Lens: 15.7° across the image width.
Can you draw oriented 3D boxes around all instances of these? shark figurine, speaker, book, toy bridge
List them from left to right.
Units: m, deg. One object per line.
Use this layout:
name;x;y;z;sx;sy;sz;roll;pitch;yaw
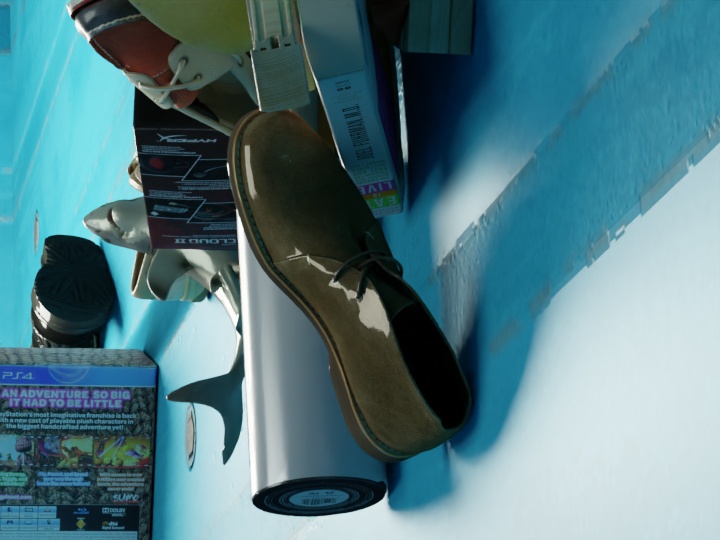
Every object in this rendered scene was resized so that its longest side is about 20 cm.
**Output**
shark figurine;-0.099;0.022;1.874;0.215;0.128;0.090;61;177;31
toy bridge;-0.043;-0.121;1.363;0.200;0.027;0.067;-94;-6;-83
speaker;-0.029;0.037;1.525;0.081;0.081;0.201;124;145;-65
book;-0.007;-0.123;1.396;0.200;0.048;0.134;72;-172;-69

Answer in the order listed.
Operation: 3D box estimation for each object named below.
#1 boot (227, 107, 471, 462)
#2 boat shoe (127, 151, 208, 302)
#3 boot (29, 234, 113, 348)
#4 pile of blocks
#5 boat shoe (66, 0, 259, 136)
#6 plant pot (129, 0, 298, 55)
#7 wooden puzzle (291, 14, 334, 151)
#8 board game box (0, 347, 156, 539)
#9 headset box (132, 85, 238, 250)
boot;0.000;0.000;1.352;0.200;0.073;0.075;62;153;-1
boat shoe;-0.148;-0.074;2.046;0.071;0.064;0.201;-155;67;-75
boot;-0.295;0.071;2.594;0.211;0.079;0.158;-96;18;-70
pile of blocks;0.031;-0.200;1.334;0.082;0.062;0.201;-110;26;-56
boat shoe;-0.106;-0.125;1.556;0.200;0.071;0.063;21;-123;-64
plant pot;-0.059;-0.243;1.487;0.142;0.200;0.201;-26;56;33
wooden puzzle;-0.042;-0.122;1.695;0.200;0.037;0.186;-165;77;-80
board game box;-0.270;0.174;2.324;0.097;0.159;0.201;-154;67;-75
headset box;-0.110;-0.113;1.791;0.200;0.075;0.149;90;180;-65
